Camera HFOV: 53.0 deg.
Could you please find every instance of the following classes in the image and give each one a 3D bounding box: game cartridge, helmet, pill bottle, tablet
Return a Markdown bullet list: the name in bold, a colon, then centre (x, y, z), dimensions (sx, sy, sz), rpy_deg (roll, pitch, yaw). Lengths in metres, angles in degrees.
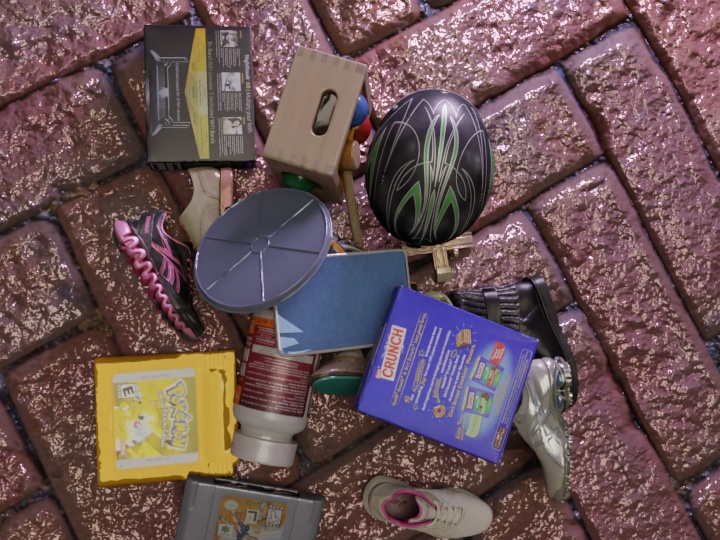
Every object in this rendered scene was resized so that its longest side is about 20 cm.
- **game cartridge**: centre (-0.158, 0.367, 1.011), dimensions (0.196, 0.042, 0.136), rpy_deg (12, 89, -10)
- **helmet**: centre (0.095, -0.138, 0.997), dimensions (0.196, 0.191, 0.204), rpy_deg (1, 78, -5)
- **pill bottle**: centre (-0.118, 0.161, 1.007), dimensions (0.107, 0.110, 0.204), rpy_deg (12, 83, -7)
- **game cartridge**: centre (-0.272, 0.207, 1.021), dimensions (0.196, 0.032, 0.180), rpy_deg (-3, 86, -7)
- **tablet**: centre (-0.022, 0.042, 0.982), dimensions (0.196, 0.014, 0.133), rpy_deg (-5, 85, -17)

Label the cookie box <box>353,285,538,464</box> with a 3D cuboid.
- **cookie box**: centre (0.110, 0.134, 0.952), dimensions (0.197, 0.075, 0.174), rpy_deg (22, 83, -4)

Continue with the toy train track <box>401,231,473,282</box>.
- **toy train track**: centre (0.114, -0.084, 1.101), dimensions (0.112, 0.033, 0.204), rpy_deg (-8, 85, -9)

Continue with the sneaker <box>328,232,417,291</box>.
- **sneaker**: centre (0.000, 0.000, 1.064), dimensions (0.200, 0.078, 0.077), rpy_deg (42, 52, 3)

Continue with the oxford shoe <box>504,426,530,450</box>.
- **oxford shoe**: centre (0.224, 0.237, 1.084), dimensions (0.197, 0.072, 0.073), rpy_deg (21, 116, -13)

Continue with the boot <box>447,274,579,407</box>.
- **boot**: centre (0.221, 0.118, 1.074), dimensions (0.155, 0.080, 0.215), rpy_deg (-13, 77, -16)

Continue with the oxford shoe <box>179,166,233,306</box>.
- **oxford shoe**: centre (-0.223, -0.050, 1.030), dimensions (0.072, 0.071, 0.204), rpy_deg (5, 74, -14)

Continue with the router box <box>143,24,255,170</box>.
- **router box**: centre (-0.233, -0.252, 1.054), dimensions (0.154, 0.052, 0.204), rpy_deg (-2, 85, -9)

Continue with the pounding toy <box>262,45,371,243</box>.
- **pounding toy**: centre (-0.042, -0.168, 1.024), dimensions (0.140, 0.184, 0.204), rpy_deg (16, 83, 6)

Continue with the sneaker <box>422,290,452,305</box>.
- **sneaker**: centre (0.120, 0.131, 1.045), dimensions (0.074, 0.105, 0.204), rpy_deg (-9, 85, -6)

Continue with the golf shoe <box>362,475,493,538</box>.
- **golf shoe**: centre (0.103, 0.349, 1.034), dimensions (0.196, 0.091, 0.077), rpy_deg (11, 82, -9)

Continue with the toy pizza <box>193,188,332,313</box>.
- **toy pizza**: centre (-0.126, -0.025, 0.948), dimensions (0.196, 0.032, 0.203), rpy_deg (-11, 52, 14)

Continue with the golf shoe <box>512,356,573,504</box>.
- **golf shoe**: centre (0.252, 0.224, 1.019), dimensions (0.095, 0.078, 0.204), rpy_deg (-3, 89, 12)

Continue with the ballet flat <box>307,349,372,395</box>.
- **ballet flat**: centre (0.007, 0.143, 1.029), dimensions (0.197, 0.068, 0.068), rpy_deg (14, 50, -35)

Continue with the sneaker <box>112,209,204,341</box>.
- **sneaker**: centre (-0.266, 0.002, 1.025), dimensions (0.095, 0.079, 0.202), rpy_deg (-32, 93, -26)
